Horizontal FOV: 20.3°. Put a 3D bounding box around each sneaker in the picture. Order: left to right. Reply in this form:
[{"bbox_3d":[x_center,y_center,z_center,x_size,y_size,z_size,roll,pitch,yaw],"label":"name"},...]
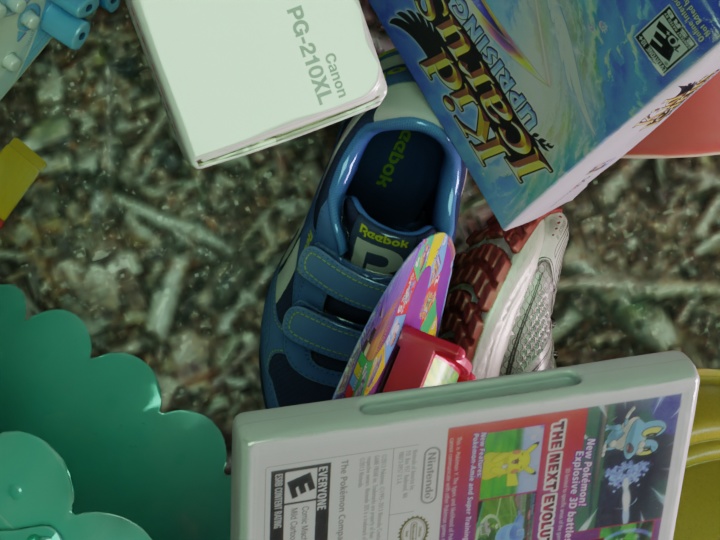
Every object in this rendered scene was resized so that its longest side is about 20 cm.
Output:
[{"bbox_3d":[0.000,0.000,0.913,0.073,0.082,0.201,13,106,-6],"label":"sneaker"},{"bbox_3d":[0.069,0.066,0.943,0.082,0.078,0.202,8,101,-14],"label":"sneaker"}]

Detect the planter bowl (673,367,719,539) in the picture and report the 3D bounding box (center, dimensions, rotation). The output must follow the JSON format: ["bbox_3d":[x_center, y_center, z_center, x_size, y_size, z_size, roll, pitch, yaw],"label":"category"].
[{"bbox_3d":[0.158,0.153,0.915,0.199,0.083,0.202,-8,112,-20],"label":"planter bowl"}]

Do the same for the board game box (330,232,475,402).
[{"bbox_3d":[0.019,0.084,0.843,0.039,0.158,0.201,20,124,13],"label":"board game box"}]

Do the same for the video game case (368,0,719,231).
[{"bbox_3d":[0.059,-0.140,0.795,0.045,0.181,0.201,-26,81,-29],"label":"video game case"}]

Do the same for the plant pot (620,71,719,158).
[{"bbox_3d":[0.138,-0.151,0.879,0.199,0.200,0.179,-8,106,-5],"label":"plant pot"}]

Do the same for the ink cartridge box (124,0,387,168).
[{"bbox_3d":[-0.059,-0.124,0.845,0.084,0.200,0.146,-20,96,-4],"label":"ink cartridge box"}]

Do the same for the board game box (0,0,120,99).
[{"bbox_3d":[-0.191,-0.083,0.788,0.026,0.200,0.200,36,82,21],"label":"board game box"}]

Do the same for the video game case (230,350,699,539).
[{"bbox_3d":[0.036,0.128,0.800,0.181,0.023,0.201,-7,124,-15],"label":"video game case"}]

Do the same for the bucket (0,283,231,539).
[{"bbox_3d":[-0.136,0.117,0.858,0.207,0.207,0.135,41,97,-7],"label":"bucket"}]

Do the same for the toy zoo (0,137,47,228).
[{"bbox_3d":[-0.196,0.019,0.850,0.020,0.200,0.131,40,117,-11],"label":"toy zoo"}]
